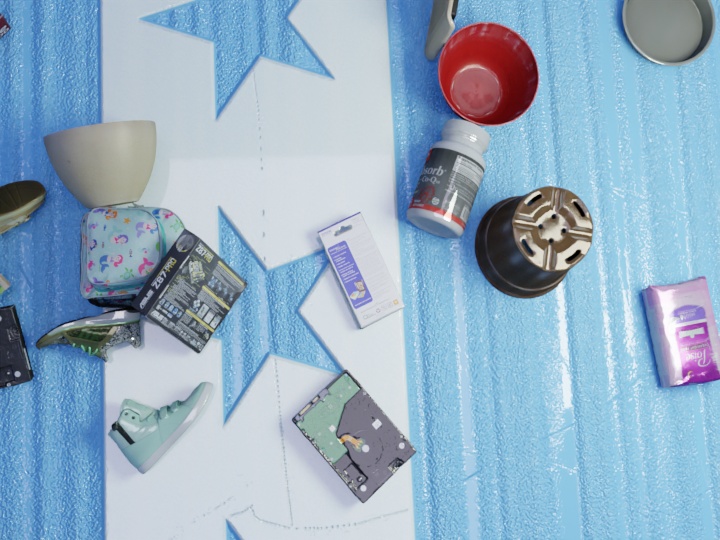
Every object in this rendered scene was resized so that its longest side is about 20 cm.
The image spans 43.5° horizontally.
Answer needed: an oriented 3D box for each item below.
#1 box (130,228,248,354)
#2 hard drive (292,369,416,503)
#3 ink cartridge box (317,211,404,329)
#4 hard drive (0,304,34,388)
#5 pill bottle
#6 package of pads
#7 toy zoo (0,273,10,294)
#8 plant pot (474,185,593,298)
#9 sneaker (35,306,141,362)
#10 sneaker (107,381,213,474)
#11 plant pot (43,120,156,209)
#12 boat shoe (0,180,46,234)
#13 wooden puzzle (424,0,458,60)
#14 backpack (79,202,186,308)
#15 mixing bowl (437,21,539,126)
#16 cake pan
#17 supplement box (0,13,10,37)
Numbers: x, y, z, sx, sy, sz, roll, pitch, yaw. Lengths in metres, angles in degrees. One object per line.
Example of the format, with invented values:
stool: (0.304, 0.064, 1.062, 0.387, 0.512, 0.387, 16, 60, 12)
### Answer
box: (-0.297, 0.041, 1.594, 0.049, 0.200, 0.162, 30, 80, 28)
hard drive: (-0.012, 0.303, 1.657, 0.139, 0.038, 0.200, -42, 88, -9)
ink cartridge box: (0.000, 0.000, 1.710, 0.093, 0.037, 0.203, -24, 87, -8)
hard drive: (-0.697, 0.152, 1.602, 0.197, 0.038, 0.142, -14, 99, -8)
pill bottle: (0.171, -0.174, 1.710, 0.114, 0.116, 0.203, 21, 80, -2)
package of pads: (0.620, 0.119, 1.733, 0.118, 0.076, 0.204, -9, 83, -4)
toy zoo: (-0.743, 0.045, 1.605, 0.199, 0.020, 0.132, -40, 108, 0)
plant pot: (0.328, -0.058, 1.668, 0.196, 0.198, 0.204, 1, 83, -5)
sneaker: (-0.485, 0.127, 1.629, 0.196, 0.077, 0.090, -14, 92, -5)
sneaker: (-0.362, 0.251, 1.616, 0.118, 0.074, 0.201, 44, 83, -5)
plant pot: (-0.455, -0.184, 1.619, 0.197, 0.200, 0.137, -11, 94, -7)
boat shoe: (-0.664, -0.095, 1.652, 0.199, 0.063, 0.073, -35, 60, -15)
wooden puzzle: (0.166, -0.527, 1.724, 0.037, 0.185, 0.204, 7, 82, -8)
backpack: (-0.401, -0.029, 1.622, 0.196, 0.151, 0.181, 0, 75, -11)
mixing bowl: (0.235, -0.363, 1.746, 0.196, 0.108, 0.204, 1, 82, -7)
cake pan: (0.624, -0.509, 1.841, 0.196, 0.037, 0.204, 1, 82, -6)
supplement box: (-0.770, -0.498, 1.692, 0.200, 0.061, 0.109, 44, 81, 3)
